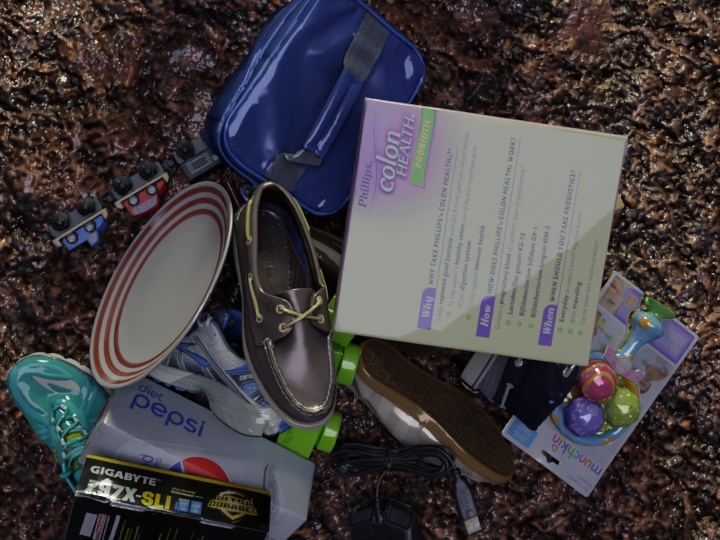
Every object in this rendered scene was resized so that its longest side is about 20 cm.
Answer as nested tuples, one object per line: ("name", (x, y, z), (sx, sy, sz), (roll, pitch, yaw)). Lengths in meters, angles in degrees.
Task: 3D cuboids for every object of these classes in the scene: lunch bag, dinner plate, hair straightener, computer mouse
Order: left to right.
("dinner plate", (-0.171, 0.013, 0.712), (0.024, 0.200, 0.201), (35, 86, -34))
("hair straightener", (-0.116, 0.014, 0.779), (0.077, 0.041, 0.201), (-28, 97, -19))
("lunch bag", (-0.047, -0.145, 0.726), (0.136, 0.132, 0.201), (32, 87, -21))
("computer mouse", (0.053, 0.253, 0.764), (0.140, 0.046, 0.201), (-11, 89, 25))

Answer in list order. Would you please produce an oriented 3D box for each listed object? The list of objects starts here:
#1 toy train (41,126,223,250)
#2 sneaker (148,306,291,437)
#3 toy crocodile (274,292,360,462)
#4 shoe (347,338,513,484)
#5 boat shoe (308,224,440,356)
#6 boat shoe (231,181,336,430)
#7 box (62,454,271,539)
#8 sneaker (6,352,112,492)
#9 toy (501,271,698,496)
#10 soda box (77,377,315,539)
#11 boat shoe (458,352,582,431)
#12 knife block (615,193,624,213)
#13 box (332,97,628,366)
("toy train", (-0.211, -0.075, 0.778), (0.199, 0.034, 0.046), (-31, 102, -5))
("sneaker", (-0.128, 0.067, 0.723), (0.199, 0.077, 0.086), (22, 107, 31))
("toy crocodile", (-0.043, 0.105, 0.751), (0.067, 0.062, 0.201), (16, 118, -1))
("shoe", (0.064, 0.142, 0.788), (0.200, 0.070, 0.053), (40, 130, -7))
("boat shoe", (-0.003, 0.003, 0.777), (0.202, 0.075, 0.075), (34, 52, -11))
("boat shoe", (-0.059, 0.025, 0.648), (0.071, 0.060, 0.201), (-5, 66, -22))
("box", (-0.180, 0.259, 0.704), (0.159, 0.049, 0.201), (16, 120, -12))
("sneaker", (-0.250, 0.158, 0.744), (0.077, 0.080, 0.200), (-39, 91, -4))
("toy", (0.244, 0.114, 0.799), (0.115, 0.047, 0.200), (37, 84, -7))
("soda box", (-0.142, 0.173, 0.729), (0.199, 0.068, 0.063), (31, 123, -15))
("boat shoe", (0.177, 0.054, 0.748), (0.093, 0.075, 0.201), (36, 120, 18))
("knife block", (0.127, -0.034, 0.762), (0.199, 0.064, 0.176), (26, 68, -4))
("box", (0.087, -0.031, 0.647), (0.199, 0.097, 0.177), (8, 96, -2))
